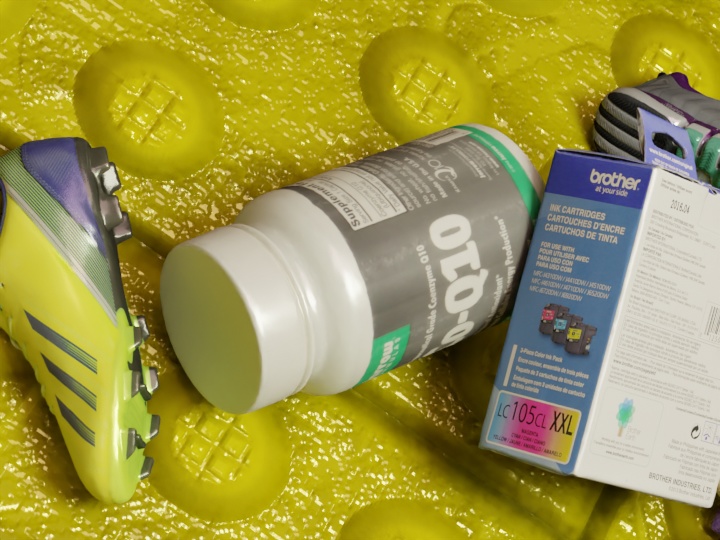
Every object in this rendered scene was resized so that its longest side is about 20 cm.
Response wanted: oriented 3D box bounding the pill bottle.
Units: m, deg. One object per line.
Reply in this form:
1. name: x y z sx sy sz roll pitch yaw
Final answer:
1. pill bottle: 0.000 0.000 1.245 0.200 0.113 0.113 -22 76 -32

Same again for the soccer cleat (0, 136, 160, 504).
1. soccer cleat: -0.154 0.028 1.198 0.084 0.065 0.201 -11 72 1

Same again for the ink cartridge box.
1. ink cartridge box: 0.153 0.017 1.255 0.136 0.076 0.200 18 88 -47

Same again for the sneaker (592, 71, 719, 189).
1. sneaker: 0.241 -0.060 1.398 0.200 0.074 0.087 38 43 18

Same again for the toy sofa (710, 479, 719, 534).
1. toy sofa: 0.274 0.083 1.366 0.200 0.098 0.083 -11 46 -30
